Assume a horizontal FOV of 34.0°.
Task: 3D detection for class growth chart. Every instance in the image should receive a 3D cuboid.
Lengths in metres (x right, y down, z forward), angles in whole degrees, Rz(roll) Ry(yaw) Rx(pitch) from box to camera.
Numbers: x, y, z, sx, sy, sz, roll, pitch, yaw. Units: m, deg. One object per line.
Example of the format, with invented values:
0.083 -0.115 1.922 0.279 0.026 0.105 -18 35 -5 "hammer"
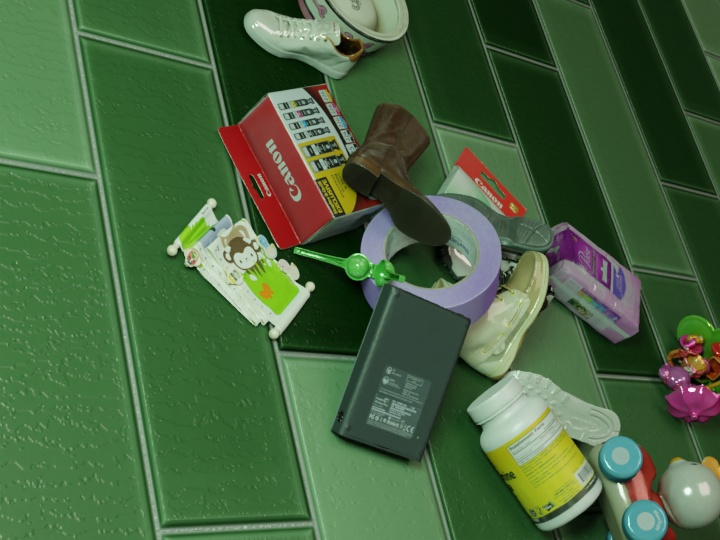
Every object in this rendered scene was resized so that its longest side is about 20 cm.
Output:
-0.150 -0.004 1.534 0.200 0.018 0.145 42 41 -15 "growth chart"

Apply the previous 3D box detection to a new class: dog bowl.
-0.018 -0.439 1.926 0.199 0.074 0.202 25 48 -31 "dog bowl"

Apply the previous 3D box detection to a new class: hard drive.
0.056 0.134 1.534 0.138 0.033 0.202 23 86 -31 "hard drive"

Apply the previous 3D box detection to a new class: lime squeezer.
0.000 0.000 1.577 0.070 0.198 0.038 -10 110 -46 "lime squeezer"

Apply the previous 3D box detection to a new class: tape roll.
0.098 -0.009 1.657 0.197 0.066 0.202 0 52 0 "tape roll"

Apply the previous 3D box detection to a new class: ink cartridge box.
0.209 -0.111 1.935 0.161 0.050 0.201 45 43 -10 "ink cartridge box"
-0.079 -0.147 1.651 0.175 0.084 0.202 -20 78 -49 "ink cartridge box"

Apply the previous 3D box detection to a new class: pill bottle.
0.240 0.254 1.655 0.201 0.112 0.112 54 40 2 "pill bottle"

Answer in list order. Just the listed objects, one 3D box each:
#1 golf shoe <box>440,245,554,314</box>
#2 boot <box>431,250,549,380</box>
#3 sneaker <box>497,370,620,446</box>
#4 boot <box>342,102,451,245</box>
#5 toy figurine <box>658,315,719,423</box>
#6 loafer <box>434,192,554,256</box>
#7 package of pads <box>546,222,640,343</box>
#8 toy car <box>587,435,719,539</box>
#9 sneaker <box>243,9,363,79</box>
0.216 0.001 1.826 0.199 0.094 0.078 34 45 -20 "golf shoe"
0.181 0.041 1.724 0.153 0.072 0.202 27 86 -24 "boot"
0.291 0.211 1.775 0.198 0.080 0.077 28 87 -6 "sneaker"
0.075 -0.145 1.686 0.186 0.064 0.201 39 35 -7 "boot"
0.587 0.184 2.049 0.183 0.151 0.200 -23 57 -40 "toy figurine"
0.197 -0.059 1.819 0.197 0.063 0.073 18 62 4 "loafer"
0.390 0.020 1.995 0.199 0.075 0.121 35 40 -21 "package of pads"
0.443 0.312 1.692 0.197 0.185 0.179 -16 68 -4 "toy car"
-0.082 -0.366 1.805 0.198 0.084 0.074 15 54 -35 "sneaker"
